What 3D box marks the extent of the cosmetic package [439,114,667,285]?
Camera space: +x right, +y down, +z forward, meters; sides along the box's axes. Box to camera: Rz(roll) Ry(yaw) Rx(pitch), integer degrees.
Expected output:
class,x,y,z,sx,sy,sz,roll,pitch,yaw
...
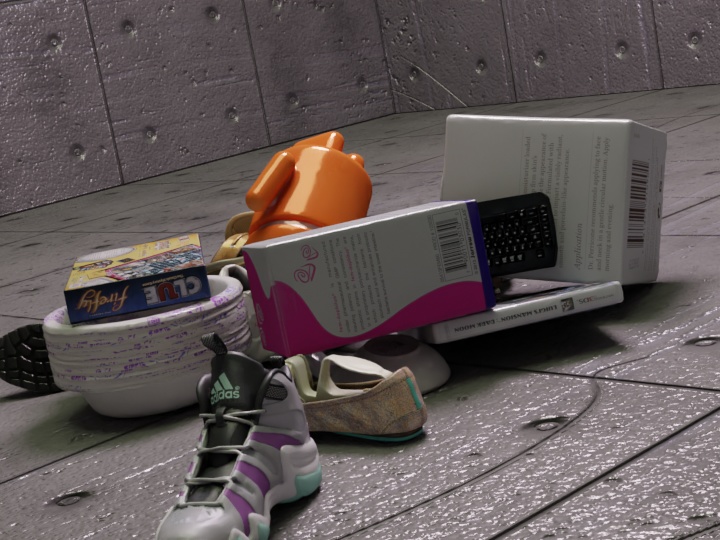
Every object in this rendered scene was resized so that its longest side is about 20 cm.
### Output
class,x,y,z,sx,sy,sz,roll,pitch,yaw
cosmetic package,0.202,-0.073,1.437,0.199,0.166,0.165,5,3,25

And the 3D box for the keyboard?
class,x,y,z,sx,sy,sz,roll,pitch,yaw
keyboard,0.101,-0.011,1.374,0.199,0.105,0.040,-11,5,27

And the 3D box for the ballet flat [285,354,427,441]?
class,x,y,z,sx,sy,sz,roll,pitch,yaw
ballet flat,-0.033,0.104,1.153,0.199,0.068,0.068,-5,14,30

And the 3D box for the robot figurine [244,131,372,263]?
class,x,y,z,sx,sy,sz,roll,pitch,yaw
robot figurine,-0.055,-0.049,1.416,0.116,0.144,0.201,11,57,4

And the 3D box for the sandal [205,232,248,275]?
class,x,y,z,sx,sy,sz,roll,pitch,yaw
sandal,-0.142,-0.011,1.551,0.199,0.054,0.080,-16,-17,0

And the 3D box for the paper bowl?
class,x,y,z,sx,sy,sz,roll,pitch,yaw
paper bowl,-0.206,0.077,1.357,0.199,0.105,0.201,-10,10,2

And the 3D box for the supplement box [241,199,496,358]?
class,x,y,z,sx,sy,sz,roll,pitch,yaw
supplement box,0.005,0.005,1.239,0.199,0.102,0.103,-13,5,-18

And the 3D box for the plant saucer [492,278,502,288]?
class,x,y,z,sx,sy,sz,roll,pitch,yaw
plant saucer,0.080,0.015,1.608,0.199,0.030,0.200,-11,10,2

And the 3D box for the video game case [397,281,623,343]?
class,x,y,z,sx,sy,sz,roll,pitch,yaw
video game case,0.138,0.042,1.333,0.181,0.023,0.200,-13,-1,-8

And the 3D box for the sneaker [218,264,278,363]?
class,x,y,z,sx,sy,sz,roll,pitch,yaw
sneaker,-0.136,0.040,1.495,0.078,0.100,0.200,-16,12,-29

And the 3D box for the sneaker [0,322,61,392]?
class,x,y,z,sx,sy,sz,roll,pitch,yaw
sneaker,-0.304,0.091,1.523,0.199,0.076,0.088,-8,-4,-6

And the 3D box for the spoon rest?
class,x,y,z,sx,sy,sz,roll,pitch,yaw
spoon rest,0.000,0.084,1.294,0.099,0.061,0.200,-20,28,-37

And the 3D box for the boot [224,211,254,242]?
class,x,y,z,sx,sy,sz,roll,pitch,yaw
boot,-0.061,-0.034,1.663,0.199,0.073,0.155,4,4,-2

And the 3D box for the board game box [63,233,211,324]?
class,x,y,z,sx,sy,sz,roll,pitch,yaw
board game box,-0.221,0.006,1.373,0.135,0.035,0.200,-11,11,-6

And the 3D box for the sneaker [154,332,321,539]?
class,x,y,z,sx,sy,sz,roll,pitch,yaw
sneaker,-0.096,0.115,0.959,0.077,0.141,0.200,-6,11,19
